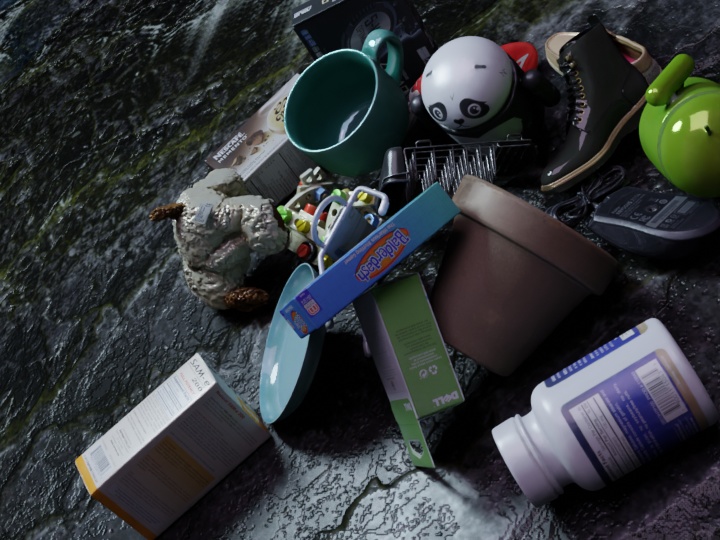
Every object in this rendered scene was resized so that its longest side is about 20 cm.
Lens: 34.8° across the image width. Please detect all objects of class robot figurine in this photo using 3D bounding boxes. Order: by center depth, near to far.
[{"bbox_3d":[0.379,-0.149,1.278,0.116,0.176,0.200,-38,13,13],"label":"robot figurine"},{"bbox_3d":[0.158,-0.211,1.450,0.150,0.200,0.125,-45,56,9],"label":"robot figurine"}]

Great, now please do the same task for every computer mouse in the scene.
[{"bbox_3d":[0.322,-0.055,1.307,0.138,0.053,0.200,-33,34,-29],"label":"computer mouse"}]

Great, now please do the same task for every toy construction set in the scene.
[{"bbox_3d":[-0.051,-0.076,1.563,0.200,0.092,0.132,35,102,55],"label":"toy construction set"}]

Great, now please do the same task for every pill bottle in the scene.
[{"bbox_3d":[0.238,0.147,1.138,0.199,0.120,0.120,-31,42,8],"label":"pill bottle"}]

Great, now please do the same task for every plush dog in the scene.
[{"bbox_3d":[-0.200,-0.025,1.570,0.160,0.173,0.200,-18,31,-26],"label":"plush dog"}]

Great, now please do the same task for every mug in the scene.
[{"bbox_3d":[0.002,-0.212,1.544,0.185,0.114,0.153,-32,54,19],"label":"mug"}]

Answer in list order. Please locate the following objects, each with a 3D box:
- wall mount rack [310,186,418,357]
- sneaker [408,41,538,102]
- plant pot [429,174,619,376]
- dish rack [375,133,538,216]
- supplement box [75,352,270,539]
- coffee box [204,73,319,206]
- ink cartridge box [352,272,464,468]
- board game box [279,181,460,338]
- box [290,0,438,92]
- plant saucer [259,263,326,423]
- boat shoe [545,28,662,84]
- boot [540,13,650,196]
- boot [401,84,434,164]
[{"bbox_3d":[0.000,0.000,1.401,0.074,0.200,0.174,23,80,32],"label":"wall mount rack"},{"bbox_3d":[0.162,-0.263,1.548,0.199,0.085,0.077,-24,77,-17],"label":"sneaker"},{"bbox_3d":[0.158,0.016,1.278,0.200,0.200,0.175,34,93,47],"label":"plant pot"},{"bbox_3d":[0.118,-0.118,1.422,0.199,0.153,0.055,-5,79,-4],"label":"dish rack"},{"bbox_3d":[-0.228,0.216,1.402,0.200,0.126,0.074,-41,40,-4],"label":"supplement box"},{"bbox_3d":[-0.120,-0.186,1.720,0.200,0.080,0.113,-44,43,-7],"label":"coffee box"},{"bbox_3d":[0.059,0.110,1.252,0.059,0.201,0.104,-19,-4,-14],"label":"ink cartridge box"},{"bbox_3d":[0.007,-0.008,1.258,0.200,0.045,0.152,-40,1,-11],"label":"board game box"},{"bbox_3d":[0.016,-0.326,1.658,0.159,0.200,0.044,-22,44,16],"label":"box"},{"bbox_3d":[-0.081,0.091,1.410,0.200,0.027,0.201,-164,90,-73],"label":"plant saucer"},{"bbox_3d":[0.314,-0.288,1.510,0.074,0.069,0.200,-47,42,-10],"label":"boat shoe"},{"bbox_3d":[0.259,-0.200,1.399,0.200,0.139,0.077,-45,16,-22],"label":"boot"},{"bbox_3d":[0.050,-0.241,1.647,0.153,0.074,0.204,17,68,38],"label":"boot"}]
